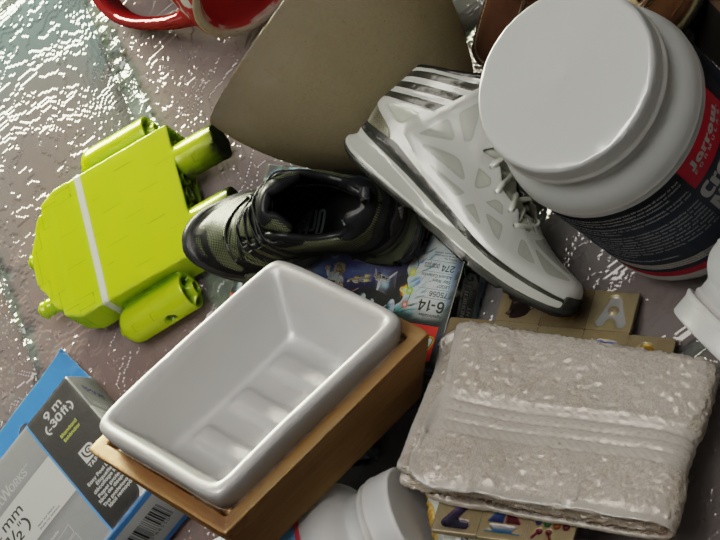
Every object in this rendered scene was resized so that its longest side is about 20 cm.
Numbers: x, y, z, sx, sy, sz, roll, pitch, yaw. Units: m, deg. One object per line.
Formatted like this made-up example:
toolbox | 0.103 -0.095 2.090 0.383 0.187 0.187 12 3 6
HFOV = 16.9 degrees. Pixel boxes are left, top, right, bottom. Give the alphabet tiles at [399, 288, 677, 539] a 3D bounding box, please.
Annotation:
alphabet tiles | 0.120 0.095 1.629 0.165 0.006 0.201 4 57 24

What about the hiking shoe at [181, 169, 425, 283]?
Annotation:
hiking shoe | -0.056 -0.043 1.736 0.199 0.101 0.076 -8 65 30

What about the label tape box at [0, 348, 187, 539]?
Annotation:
label tape box | -0.234 0.163 1.847 0.144 0.066 0.200 -51 54 6

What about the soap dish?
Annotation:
soap dish | -0.065 0.095 1.651 0.200 0.081 0.157 -44 42 -21

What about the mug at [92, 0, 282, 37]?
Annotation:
mug | -0.141 -0.273 1.945 0.133 0.178 0.200 -28 54 -23

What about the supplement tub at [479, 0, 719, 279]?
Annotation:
supplement tub | 0.178 -0.087 1.577 0.140 0.200 0.141 -12 65 29

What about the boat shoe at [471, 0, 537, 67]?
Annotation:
boat shoe | 0.120 -0.236 1.737 0.076 0.071 0.201 47 122 48

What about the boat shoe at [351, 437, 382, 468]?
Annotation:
boat shoe | -0.073 0.128 1.754 0.199 0.072 0.068 -9 65 23

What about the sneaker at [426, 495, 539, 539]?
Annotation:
sneaker | 0.097 0.206 1.603 0.088 0.075 0.201 -17 65 23

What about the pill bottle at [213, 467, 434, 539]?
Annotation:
pill bottle | -0.040 0.215 1.668 0.199 0.109 0.109 -30 58 21

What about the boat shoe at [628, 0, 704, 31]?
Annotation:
boat shoe | 0.171 -0.179 1.656 0.200 0.073 0.076 -54 48 45

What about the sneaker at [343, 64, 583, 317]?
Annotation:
sneaker | 0.094 -0.065 1.649 0.200 0.076 0.116 41 100 10

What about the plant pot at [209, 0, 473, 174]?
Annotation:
plant pot | 0.002 -0.147 1.755 0.134 0.200 0.201 38 95 1

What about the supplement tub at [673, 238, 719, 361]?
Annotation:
supplement tub | 0.307 -0.007 1.506 0.200 0.140 0.140 -49 53 8

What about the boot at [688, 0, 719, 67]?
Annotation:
boot | 0.241 -0.217 1.696 0.075 0.074 0.200 -25 49 -12

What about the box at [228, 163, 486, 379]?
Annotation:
box | 0.000 0.000 1.771 0.199 0.040 0.138 8 77 35

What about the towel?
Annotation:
towel | 0.130 0.102 1.593 0.199 0.035 0.133 7 59 25

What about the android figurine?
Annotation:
android figurine | -0.181 -0.031 1.904 0.199 0.041 0.183 -31 58 20
